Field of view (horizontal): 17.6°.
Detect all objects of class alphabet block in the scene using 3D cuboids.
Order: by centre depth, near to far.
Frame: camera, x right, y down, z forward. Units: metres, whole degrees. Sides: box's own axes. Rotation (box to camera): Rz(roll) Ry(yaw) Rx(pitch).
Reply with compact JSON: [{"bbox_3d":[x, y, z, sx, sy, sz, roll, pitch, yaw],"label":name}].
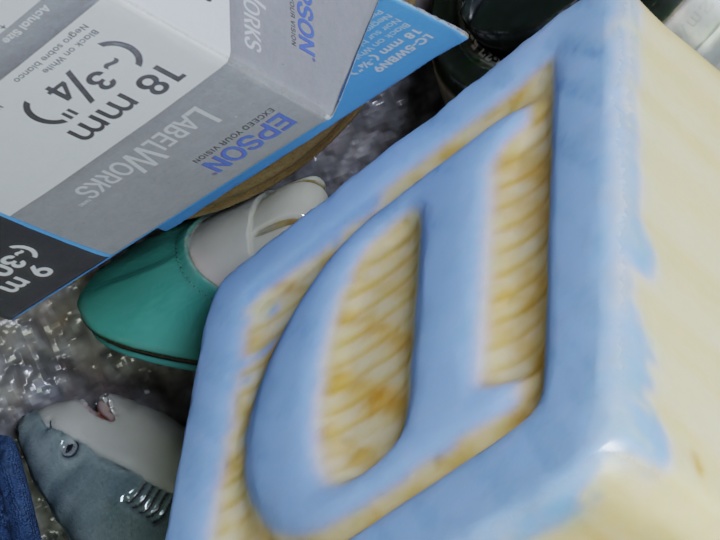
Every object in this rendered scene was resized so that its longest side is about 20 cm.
[{"bbox_3d":[0.075,0.075,0.704,0.200,0.196,0.196,36,130,-25],"label":"alphabet block"}]

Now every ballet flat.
[{"bbox_3d":[0.000,0.000,0.820,0.199,0.068,0.071,7,130,1],"label":"ballet flat"}]

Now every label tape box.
[{"bbox_3d":[-0.081,-0.049,0.666,0.144,0.064,0.199,-30,141,34],"label":"label tape box"}]

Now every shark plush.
[{"bbox_3d":[-0.067,0.140,0.853,0.083,0.091,0.201,-10,81,-16],"label":"shark plush"}]

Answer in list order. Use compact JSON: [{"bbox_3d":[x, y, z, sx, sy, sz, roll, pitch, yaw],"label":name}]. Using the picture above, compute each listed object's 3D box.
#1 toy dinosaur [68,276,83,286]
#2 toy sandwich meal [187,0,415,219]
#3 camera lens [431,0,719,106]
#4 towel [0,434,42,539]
[{"bbox_3d":[-0.193,-0.019,0.788,0.199,0.060,0.107,16,98,-32],"label":"toy dinosaur"},{"bbox_3d":[-0.077,-0.103,0.771,0.204,0.070,0.206,-11,121,-18],"label":"toy sandwich meal"},{"bbox_3d":[0.135,-0.072,0.807,0.200,0.160,0.160,35,102,-32],"label":"camera lens"},{"bbox_3d":[-0.133,0.171,0.870,0.048,0.112,0.201,-11,121,-13],"label":"towel"}]
